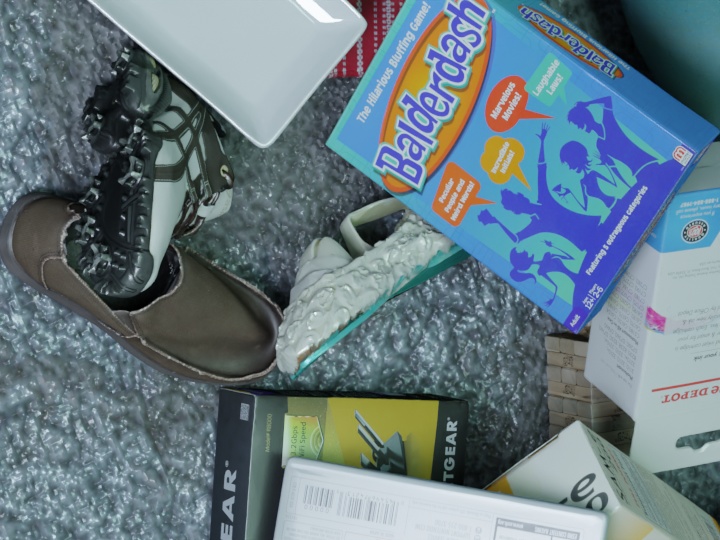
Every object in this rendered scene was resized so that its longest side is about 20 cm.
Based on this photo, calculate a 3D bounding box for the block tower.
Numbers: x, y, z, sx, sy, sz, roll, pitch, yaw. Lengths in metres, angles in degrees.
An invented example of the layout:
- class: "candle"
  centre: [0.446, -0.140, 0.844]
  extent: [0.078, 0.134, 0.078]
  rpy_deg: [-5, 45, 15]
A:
- class: "block tower"
  centre: [0.158, 0.032, 1.692]
  extent: [0.054, 0.058, 0.201]
  rpy_deg: [-6, 97, -28]

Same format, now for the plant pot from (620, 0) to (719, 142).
- class: "plant pot"
  centre: [0.261, -0.177, 1.669]
  extent: [0.199, 0.200, 0.189]
  rpy_deg: [-26, 120, -26]

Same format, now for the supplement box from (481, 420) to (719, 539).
- class: "supplement box"
  centre: [0.150, 0.189, 1.620]
  extent: [0.126, 0.074, 0.200]
  rpy_deg: [-38, 140, 15]

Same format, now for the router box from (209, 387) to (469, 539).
- class: "router box"
  centre: [-0.016, 0.176, 1.603]
  extent: [0.156, 0.052, 0.201]
  rpy_deg: [2, 92, -30]

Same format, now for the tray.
- class: "tray"
  centre: [-0.102, -0.173, 1.519]
  extent: [0.200, 0.022, 0.108]
  rpy_deg: [41, 73, -6]

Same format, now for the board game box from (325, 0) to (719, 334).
- class: "board game box"
  centre: [0.095, -0.081, 1.546]
  extent: [0.200, 0.152, 0.045]
  rpy_deg: [37, 33, 10]

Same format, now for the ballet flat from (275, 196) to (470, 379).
- class: "ballet flat"
  centre: [0.000, 0.000, 1.580]
  extent: [0.200, 0.071, 0.072]
  rpy_deg: [-34, 110, -44]

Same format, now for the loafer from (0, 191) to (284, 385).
- class: "loafer"
  centre: [-0.121, 0.018, 1.521]
  extent: [0.199, 0.071, 0.073]
  rpy_deg: [25, 81, -29]

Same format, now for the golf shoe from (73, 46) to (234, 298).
- class: "golf shoe"
  centre: [-0.109, -0.049, 1.462]
  extent: [0.094, 0.078, 0.201]
  rpy_deg: [30, 34, -24]

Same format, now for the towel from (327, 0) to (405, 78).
- class: "towel"
  centre: [-0.019, -0.193, 1.595]
  extent: [0.199, 0.022, 0.146]
  rpy_deg: [-3, 93, -31]

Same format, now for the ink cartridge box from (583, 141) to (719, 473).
- class: "ink cartridge box"
  centre: [0.213, 0.023, 1.631]
  extent: [0.115, 0.068, 0.201]
  rpy_deg: [-8, 119, -27]

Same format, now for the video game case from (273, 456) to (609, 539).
- class: "video game case"
  centre: [0.038, 0.218, 1.522]
  extent: [0.199, 0.023, 0.183]
  rpy_deg: [9, 89, 12]
